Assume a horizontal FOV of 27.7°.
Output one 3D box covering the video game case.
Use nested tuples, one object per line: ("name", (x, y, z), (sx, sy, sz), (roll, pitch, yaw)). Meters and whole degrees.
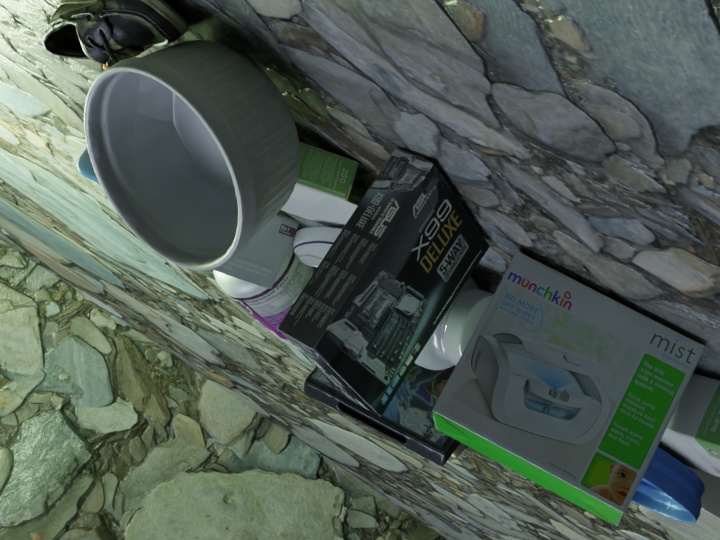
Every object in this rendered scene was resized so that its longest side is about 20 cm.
("video game case", (0.064, 0.108, 1.631), (0.179, 0.200, 0.026), (26, 137, 20))

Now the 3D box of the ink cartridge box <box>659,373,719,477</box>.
("ink cartridge box", (0.322, 0.148, 1.462), (0.199, 0.068, 0.117), (15, 162, 47))

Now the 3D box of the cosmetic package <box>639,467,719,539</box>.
("cosmetic package", (0.401, 0.263, 1.701), (0.104, 0.072, 0.200), (30, 167, 6))

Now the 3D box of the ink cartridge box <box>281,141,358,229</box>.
("ink cartridge box", (-0.027, -0.076, 1.470), (0.198, 0.049, 0.145), (18, 170, -13))

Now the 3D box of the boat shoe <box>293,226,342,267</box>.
("boat shoe", (0.000, 0.000, 1.508), (0.198, 0.066, 0.072), (10, 168, 39))

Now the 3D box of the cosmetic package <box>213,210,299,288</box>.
("cosmetic package", (-0.162, -0.060, 1.606), (0.106, 0.091, 0.200), (20, -169, -32))

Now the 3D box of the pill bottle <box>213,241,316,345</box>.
("pill bottle", (-0.110, 0.000, 1.778), (0.112, 0.113, 0.200), (18, 161, 41))

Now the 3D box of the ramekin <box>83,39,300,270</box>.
("ramekin", (-0.146, -0.113, 1.324), (0.199, 0.105, 0.202), (26, 134, 29))

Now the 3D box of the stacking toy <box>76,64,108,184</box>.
("stacking toy", (-0.237, -0.174, 1.499), (0.109, 0.117, 0.201), (23, 151, 14))

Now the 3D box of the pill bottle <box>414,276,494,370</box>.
("pill bottle", (0.060, 0.042, 1.558), (0.199, 0.112, 0.111), (18, 162, 43))

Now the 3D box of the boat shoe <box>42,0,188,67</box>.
("boat shoe", (-0.230, -0.220, 1.346), (0.199, 0.065, 0.072), (14, 158, 48))

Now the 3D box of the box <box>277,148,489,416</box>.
("box", (0.025, 0.013, 1.340), (0.049, 0.201, 0.158), (26, 166, 34))

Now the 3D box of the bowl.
("bowl", (0.270, 0.198, 1.532), (0.199, 0.040, 0.201), (30, 170, 6))

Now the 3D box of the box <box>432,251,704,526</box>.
("box", (0.195, 0.111, 1.374), (0.199, 0.178, 0.097), (28, 168, 12))

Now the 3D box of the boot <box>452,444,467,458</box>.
("boot", (0.141, 0.151, 1.699), (0.198, 0.147, 0.070), (24, 164, 23))
